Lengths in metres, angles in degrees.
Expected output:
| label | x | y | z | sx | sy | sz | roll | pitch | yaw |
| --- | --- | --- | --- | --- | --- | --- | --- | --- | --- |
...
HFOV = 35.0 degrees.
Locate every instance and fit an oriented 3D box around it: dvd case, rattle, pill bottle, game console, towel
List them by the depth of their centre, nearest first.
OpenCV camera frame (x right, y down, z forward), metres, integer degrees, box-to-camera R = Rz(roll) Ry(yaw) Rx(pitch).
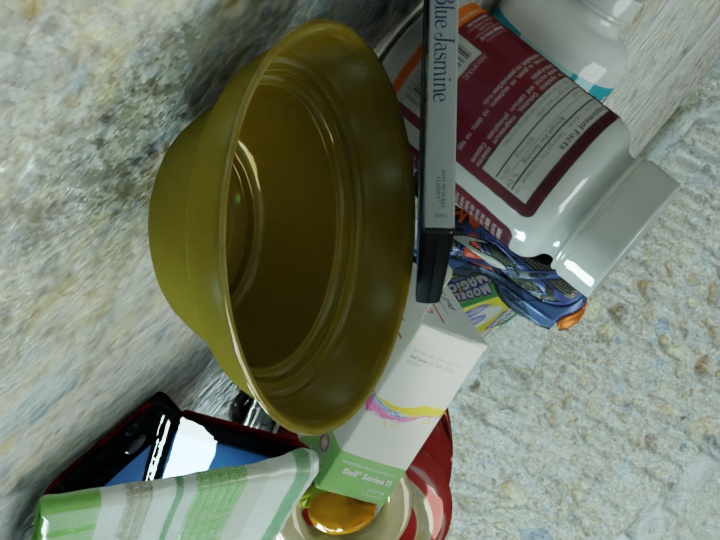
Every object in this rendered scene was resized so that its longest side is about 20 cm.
| label | x | y | z | sx | sy | sz | roll | pitch | yaw |
| --- | --- | --- | --- | --- | --- | --- | --- | --- | --- |
| dvd case | 0.043 | -0.095 | 0.639 | 0.143 | 0.017 | 0.202 | 84 | 7 | -74 |
| pill bottle | 0.108 | -0.083 | 0.770 | 0.114 | 0.200 | 0.114 | -46 | 169 | -12 |
| towel | -0.141 | 0.179 | 0.836 | 0.199 | 0.031 | 0.150 | -4 | 145 | -25 |
| pill bottle | 0.131 | -0.145 | 0.886 | 0.200 | 0.111 | 0.111 | -55 | 167 | 26 |
| game console | -0.153 | 0.196 | 0.897 | 0.172 | 0.119 | 0.200 | -41 | 166 | -36 |
| rattle | -0.013 | 0.253 | 0.975 | 0.129 | 0.143 | 0.201 | 4 | 112 | -27 |

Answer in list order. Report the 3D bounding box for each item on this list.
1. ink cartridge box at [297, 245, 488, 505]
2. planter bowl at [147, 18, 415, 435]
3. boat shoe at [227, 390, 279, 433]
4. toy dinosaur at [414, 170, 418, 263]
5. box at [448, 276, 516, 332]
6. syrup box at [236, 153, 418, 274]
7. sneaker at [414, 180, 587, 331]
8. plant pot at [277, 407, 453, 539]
| label | x | y | z | sx | sy | sz | roll | pitch | yaw |
| --- | --- | --- | --- | --- | --- | --- | --- | --- | --- |
| ink cartridge box | 0.026 | 0.066 | 0.889 | 0.201 | 0.067 | 0.117 | -59 | -151 | 18 |
| planter bowl | -0.049 | -0.022 | 0.576 | 0.200 | 0.083 | 0.202 | -13 | 104 | -63 |
| boat shoe | -0.091 | 0.110 | 1.053 | 0.200 | 0.057 | 0.067 | 125 | -23 | -44 |
| toy dinosaur | 0.037 | -0.018 | 1.085 | 0.201 | 0.106 | 0.061 | -58 | -163 | 23 |
| box | 0.100 | 0.029 | 1.079 | 0.199 | 0.049 | 0.117 | -19 | 163 | -30 |
| syrup box | -0.014 | -0.039 | 0.751 | 0.079 | 0.081 | 0.200 | -51 | 168 | 2 |
| sneaker | 0.112 | -0.032 | 0.976 | 0.075 | 0.199 | 0.079 | -50 | 163 | -47 |
| plant pot | -0.005 | 0.198 | 1.123 | 0.201 | 0.200 | 0.183 | -54 | -163 | 23 |
